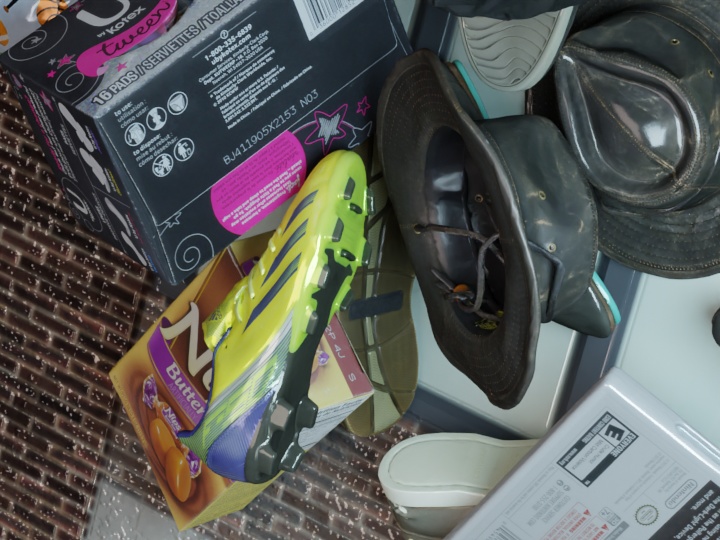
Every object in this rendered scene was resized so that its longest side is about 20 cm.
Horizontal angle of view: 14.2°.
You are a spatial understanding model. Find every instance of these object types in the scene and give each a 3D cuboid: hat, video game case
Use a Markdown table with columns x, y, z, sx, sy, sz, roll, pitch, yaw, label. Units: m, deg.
| x | y | z | sx | sy | sz | roll | pitch | yaw | label |
| --- | --- | --- | --- | --- | --- | --- | --- | --- | --- |
| 0.083 | -0.030 | 1.587 | 0.201 | 0.080 | 0.202 | 164 | 90 | -74 | hat |
| 0.156 | 0.169 | 1.632 | 0.182 | 0.023 | 0.200 | 38 | 128 | -3 | video game case |
| 0.154 | -0.090 | 1.625 | 0.200 | 0.081 | 0.202 | 6 | 100 | 35 | hat |

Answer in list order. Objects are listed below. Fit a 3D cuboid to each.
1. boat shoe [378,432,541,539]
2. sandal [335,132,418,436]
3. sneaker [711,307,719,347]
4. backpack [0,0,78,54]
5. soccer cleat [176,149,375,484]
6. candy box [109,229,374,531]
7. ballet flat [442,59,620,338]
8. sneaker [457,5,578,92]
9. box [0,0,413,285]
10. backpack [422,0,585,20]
| x | y | z | sx | sy | sz | roll | pitch | yaw | label |
| --- | --- | --- | --- | --- | --- | --- | --- | --- | --- |
| 0.110 | 0.139 | 1.696 | 0.200 | 0.072 | 0.061 | 3 | 129 | 23 | boat shoe |
| 0.000 | 0.000 | 1.757 | 0.054 | 0.080 | 0.201 | 22 | 114 | 53 | sandal |
| 0.260 | 0.097 | 1.580 | 0.200 | 0.074 | 0.085 | 43 | 118 | 23 | sneaker |
| -0.157 | -0.187 | 1.763 | 0.153 | 0.190 | 0.201 | 25 | 110 | 13 | backpack |
| -0.052 | 0.022 | 1.651 | 0.083 | 0.065 | 0.201 | 20 | 95 | 25 | soccer cleat |
| -0.077 | 0.069 | 1.779 | 0.200 | 0.056 | 0.117 | -44 | 67 | 52 | candy box |
| 0.074 | -0.031 | 1.694 | 0.068 | 0.068 | 0.201 | -29 | 69 | -8 | ballet flat |
| 0.118 | -0.199 | 1.619 | 0.074 | 0.106 | 0.201 | 15 | 101 | 31 | sneaker |
| -0.085 | -0.114 | 1.659 | 0.115 | 0.200 | 0.133 | 29 | 150 | 46 | box |
| 0.042 | -0.229 | 1.514 | 0.127 | 0.166 | 0.201 | -44 | 63 | 28 | backpack |
